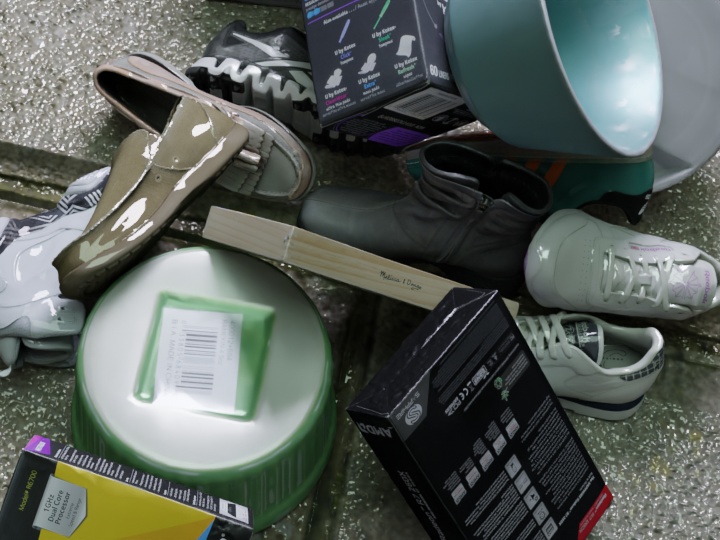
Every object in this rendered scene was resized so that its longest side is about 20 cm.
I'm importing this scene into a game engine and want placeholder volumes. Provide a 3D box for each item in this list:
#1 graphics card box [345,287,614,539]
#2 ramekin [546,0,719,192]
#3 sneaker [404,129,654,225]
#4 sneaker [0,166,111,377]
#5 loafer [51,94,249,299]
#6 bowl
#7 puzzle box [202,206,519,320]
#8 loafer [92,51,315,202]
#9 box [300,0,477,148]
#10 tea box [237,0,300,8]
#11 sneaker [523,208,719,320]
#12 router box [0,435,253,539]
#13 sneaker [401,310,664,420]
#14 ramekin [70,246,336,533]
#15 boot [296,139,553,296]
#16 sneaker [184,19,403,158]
[{"bbox_3d":[0.087,0.127,0.866,0.126,0.201,0.051,-46,29,-26],"label":"graphics card box"},{"bbox_3d":[0.216,-0.168,1.045,0.200,0.205,0.094,22,20,6],"label":"ramekin"},{"bbox_3d":[0.132,-0.069,1.009,0.197,0.081,0.071,1,14,13],"label":"sneaker"},{"bbox_3d":[-0.213,0.002,0.960,0.198,0.075,0.116,-24,73,-23],"label":"sneaker"},{"bbox_3d":[-0.161,-0.056,0.925,0.067,0.076,0.200,43,51,-3],"label":"loafer"},{"bbox_3d":[0.132,-0.169,0.925,0.104,0.201,0.203,-13,52,33],"label":"bowl"},{"bbox_3d":[0.000,0.000,0.909,0.198,0.133,0.026,18,88,-33],"label":"puzzle box"},{"bbox_3d":[-0.131,-0.111,1.024,0.199,0.073,0.063,32,20,14],"label":"loafer"},{"bbox_3d":[0.027,-0.211,0.980,0.122,0.105,0.203,6,71,-55],"label":"box"},{"bbox_3d":[-0.064,-0.375,1.121,0.132,0.198,0.202,5,60,-4],"label":"tea box"},{"bbox_3d":[0.206,-0.003,0.951,0.198,0.099,0.076,4,93,-40],"label":"sneaker"},{"bbox_3d":[-0.166,0.222,0.779,0.147,0.051,0.202,19,93,-7],"label":"router box"},{"bbox_3d":[0.129,0.060,0.961,0.197,0.081,0.077,3,61,-4],"label":"sneaker"},{"bbox_3d":[-0.111,0.082,0.907,0.197,0.098,0.202,3,60,-5],"label":"ramekin"},{"bbox_3d":[0.047,-0.056,0.983,0.197,0.132,0.071,11,59,6],"label":"boot"},{"bbox_3d":[-0.044,-0.162,1.074,0.198,0.067,0.091,19,64,6],"label":"sneaker"}]
